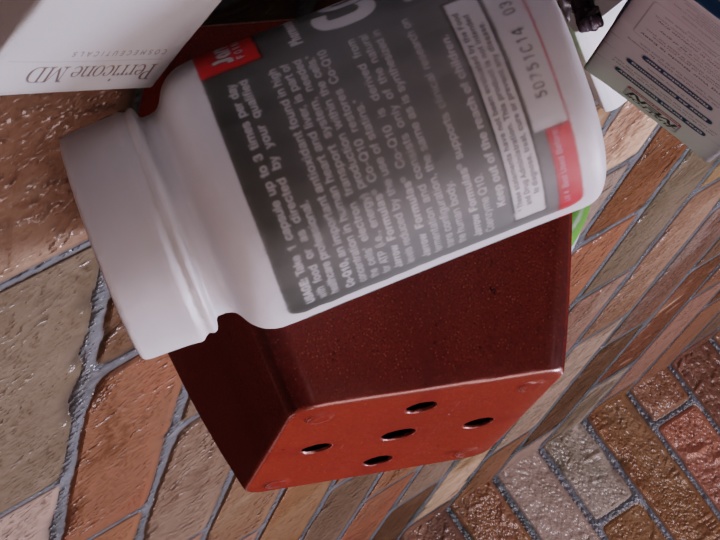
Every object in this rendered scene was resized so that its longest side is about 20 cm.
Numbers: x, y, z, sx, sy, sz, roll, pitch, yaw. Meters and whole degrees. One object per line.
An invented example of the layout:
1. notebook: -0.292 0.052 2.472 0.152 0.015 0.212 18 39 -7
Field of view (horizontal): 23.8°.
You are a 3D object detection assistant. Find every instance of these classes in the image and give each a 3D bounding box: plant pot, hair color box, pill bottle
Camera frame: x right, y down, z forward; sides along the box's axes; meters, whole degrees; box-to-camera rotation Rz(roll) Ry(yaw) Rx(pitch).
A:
1. plant pot: 0.000 0.000 0.845 0.198 0.177 0.200 -8 159 -18
2. hair color box: 0.196 -0.130 0.950 0.061 0.100 0.200 -52 178 -8
3. pill bottle: -0.012 -0.046 0.689 0.199 0.115 0.114 -21 163 -4

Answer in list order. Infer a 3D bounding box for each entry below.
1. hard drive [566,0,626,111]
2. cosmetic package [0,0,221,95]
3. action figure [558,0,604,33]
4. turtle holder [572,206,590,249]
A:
1. hard drive: 0.204 -0.181 1.165 0.132 0.027 0.200 -38 164 5
2. cosmetic package: -0.067 -0.150 0.585 0.200 0.074 0.101 -47 161 31
3. action figure: 0.126 -0.177 0.935 0.199 0.069 0.130 -29 158 -36
4. turtle holder: 0.070 -0.061 1.067 0.140 0.187 0.132 -1 159 -4
